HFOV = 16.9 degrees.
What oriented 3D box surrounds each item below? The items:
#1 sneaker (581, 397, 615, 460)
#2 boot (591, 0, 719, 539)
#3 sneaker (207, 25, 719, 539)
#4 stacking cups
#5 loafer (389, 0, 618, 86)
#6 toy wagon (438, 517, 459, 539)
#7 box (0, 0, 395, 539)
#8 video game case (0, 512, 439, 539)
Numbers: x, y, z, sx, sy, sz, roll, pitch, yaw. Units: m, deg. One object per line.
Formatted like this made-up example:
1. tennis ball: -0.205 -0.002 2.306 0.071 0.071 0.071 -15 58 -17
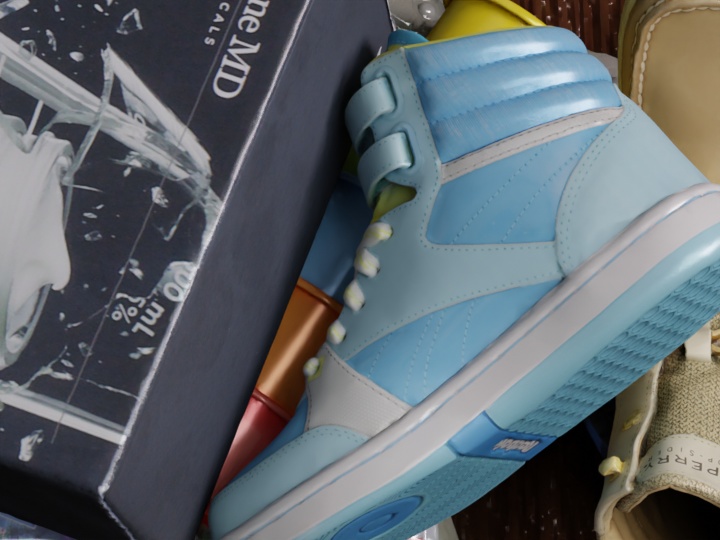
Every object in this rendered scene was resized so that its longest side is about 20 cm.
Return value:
1. sneaker: 0.125 0.078 0.948 0.066 0.078 0.200 -26 79 -13
2. boot: 0.114 0.012 0.804 0.156 0.073 0.200 -70 158 -50
3. sneaker: 0.013 0.003 0.761 0.200 0.080 0.131 -36 71 8
4. stacking cups: 0.000 0.000 0.819 0.060 0.060 0.200 37 79 -19
5. loafer: 0.039 -0.069 0.906 0.200 0.070 0.070 33 41 -3
6. toy wagon: -0.042 0.146 0.867 0.155 0.040 0.200 28 75 -21
7. box: -0.118 -0.037 0.752 0.196 0.124 0.200 18 75 11
8. video game case: -0.074 0.028 0.837 0.200 0.018 0.143 2 71 -16
